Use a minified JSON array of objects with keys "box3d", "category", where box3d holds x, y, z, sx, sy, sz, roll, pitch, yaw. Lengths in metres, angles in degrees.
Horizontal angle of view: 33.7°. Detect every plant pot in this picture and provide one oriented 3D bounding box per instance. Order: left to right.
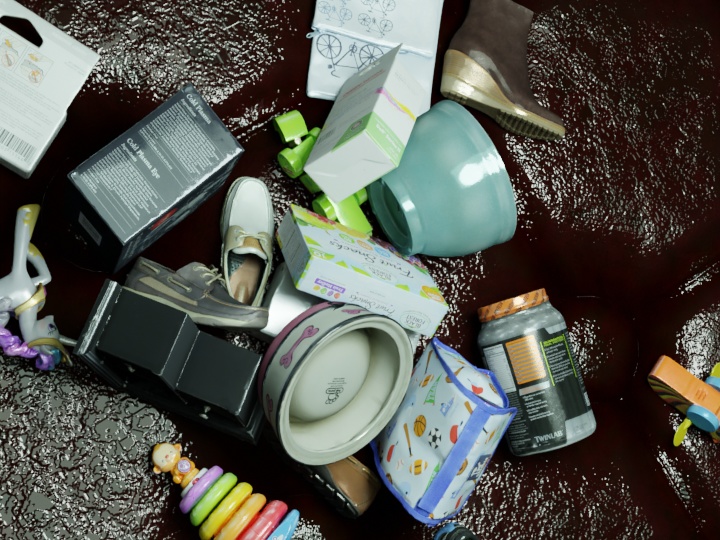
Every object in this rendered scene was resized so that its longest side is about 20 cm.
[{"box3d":[0.090,-0.100,1.533,0.133,0.200,0.202,-26,90,-15],"category":"plant pot"}]

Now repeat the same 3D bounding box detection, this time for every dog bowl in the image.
[{"box3d":[-0.035,0.126,1.408,0.199,0.074,0.202,-24,131,-31],"category":"dog bowl"}]

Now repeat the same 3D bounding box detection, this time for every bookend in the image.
[{"box3d":[-0.203,0.111,1.378,0.198,0.199,0.093,21,75,6],"category":"bookend"}]

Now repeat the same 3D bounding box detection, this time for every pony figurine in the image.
[{"box3d":[-0.434,0.035,1.386,0.191,0.167,0.202,-11,69,-26],"category":"pony figurine"}]

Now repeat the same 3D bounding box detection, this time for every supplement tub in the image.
[{"box3d":[0.228,0.133,1.575,0.121,0.122,0.202,-15,86,-19],"category":"supplement tub"}]

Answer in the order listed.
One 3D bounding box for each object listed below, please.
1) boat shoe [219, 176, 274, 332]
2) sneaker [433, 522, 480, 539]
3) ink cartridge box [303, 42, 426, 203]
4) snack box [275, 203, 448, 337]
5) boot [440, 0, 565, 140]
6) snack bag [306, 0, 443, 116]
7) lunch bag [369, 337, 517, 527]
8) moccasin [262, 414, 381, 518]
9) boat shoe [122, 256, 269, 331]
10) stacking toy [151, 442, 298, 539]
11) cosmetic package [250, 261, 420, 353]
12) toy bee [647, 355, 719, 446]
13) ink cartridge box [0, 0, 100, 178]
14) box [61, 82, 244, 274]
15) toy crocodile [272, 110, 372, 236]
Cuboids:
[{"box3d":[-0.142,-0.024,1.514,0.074,0.068,0.203,5,80,-16],"category":"boat shoe"},{"box3d":[0.166,0.415,1.533,0.070,0.083,0.201,-35,93,-18],"category":"sneaker"},{"box3d":[0.013,-0.191,1.519,0.067,0.117,0.201,44,42,-22],"category":"ink cartridge box"},{"box3d":[0.000,0.000,1.496,0.198,0.143,0.053,20,113,-25],"category":"snack box"},{"box3d":[0.218,-0.288,1.664,0.198,0.072,0.168,24,77,-9],"category":"boot"},{"box3d":[0.019,-0.313,1.634,0.186,0.021,0.203,11,79,-16],"category":"snack bag"},{"box3d":[0.104,0.203,1.461,0.123,0.200,0.171,28,98,-10],"category":"lunch bag"},{"box3d":[-0.052,0.219,1.503,0.201,0.074,0.078,43,58,-3],"category":"moccasin"},{"box3d":[-0.202,0.025,1.444,0.198,0.074,0.074,12,87,16],"category":"boat shoe"},{"box3d":[-0.177,0.281,1.449,0.200,0.110,0.116,42,75,5],"category":"stacking toy"},{"box3d":[-0.029,0.075,1.531,0.198,0.071,0.102,26,76,-12],"category":"cosmetic package"},{"box3d":[0.487,0.206,1.667,0.130,0.109,0.201,-31,67,-11],"category":"toy bee"},{"box3d":[-0.450,-0.241,1.465,0.199,0.045,0.177,32,74,-11],"category":"ink cartridge box"},{"box3d":[-0.252,-0.104,1.423,0.182,0.200,0.104,-41,93,-18],"category":"box"},{"box3d":[-0.052,-0.120,1.567,0.067,0.062,0.201,-38,98,-19],"category":"toy crocodile"}]
